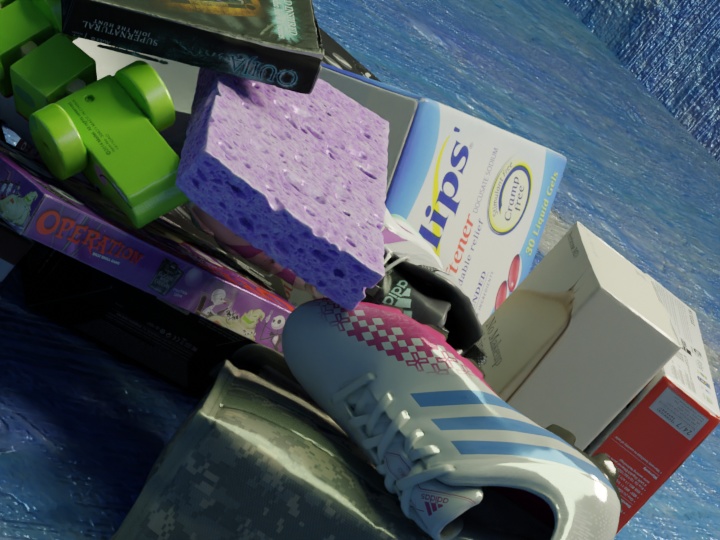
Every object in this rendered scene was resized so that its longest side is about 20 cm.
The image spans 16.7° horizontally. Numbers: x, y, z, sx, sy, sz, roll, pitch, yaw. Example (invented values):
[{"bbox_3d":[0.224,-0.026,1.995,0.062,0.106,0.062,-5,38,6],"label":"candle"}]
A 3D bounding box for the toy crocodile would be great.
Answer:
[{"bbox_3d":[-0.155,-0.092,1.269,0.200,0.067,0.062,44,-25,27],"label":"toy crocodile"}]

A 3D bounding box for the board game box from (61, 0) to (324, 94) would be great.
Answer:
[{"bbox_3d":[-0.095,-0.171,1.318,0.135,0.028,0.200,13,33,-17],"label":"board game box"}]

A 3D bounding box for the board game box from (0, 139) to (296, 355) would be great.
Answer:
[{"bbox_3d":[-0.124,-0.016,1.289,0.200,0.032,0.120,27,10,-42],"label":"board game box"}]

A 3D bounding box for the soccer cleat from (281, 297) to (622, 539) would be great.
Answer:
[{"bbox_3d":[0.034,0.083,1.195,0.200,0.070,0.086,31,41,16],"label":"soccer cleat"}]

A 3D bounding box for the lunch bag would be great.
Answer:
[{"bbox_3d":[-0.026,0.124,1.279,0.164,0.118,0.200,34,13,-3],"label":"lunch bag"}]

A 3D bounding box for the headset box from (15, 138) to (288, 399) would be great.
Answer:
[{"bbox_3d":[-0.133,-0.022,1.496,0.149,0.077,0.200,30,18,-27],"label":"headset box"}]

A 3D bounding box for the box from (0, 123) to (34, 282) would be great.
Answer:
[{"bbox_3d":[-0.250,-0.063,1.347,0.100,0.075,0.200,32,16,-30],"label":"box"}]

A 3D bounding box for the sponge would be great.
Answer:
[{"bbox_3d":[-0.037,-0.061,1.275,0.111,0.030,0.200,35,22,-14],"label":"sponge"}]

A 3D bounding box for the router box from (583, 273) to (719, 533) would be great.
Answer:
[{"bbox_3d":[0.153,0.111,1.617,0.049,0.180,0.200,38,17,-10],"label":"router box"}]

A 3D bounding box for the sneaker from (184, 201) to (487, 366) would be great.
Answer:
[{"bbox_3d":[0.000,0.000,1.345,0.200,0.078,0.140,25,15,-42],"label":"sneaker"}]

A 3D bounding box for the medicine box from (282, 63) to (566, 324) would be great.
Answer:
[{"bbox_3d":[0.024,-0.022,1.625,0.103,0.183,0.200,20,2,33],"label":"medicine box"}]

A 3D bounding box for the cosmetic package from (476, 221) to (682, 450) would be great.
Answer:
[{"bbox_3d":[0.103,0.078,1.547,0.073,0.200,0.104,35,16,-18],"label":"cosmetic package"}]

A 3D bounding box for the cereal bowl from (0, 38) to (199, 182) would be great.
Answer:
[{"bbox_3d":[-0.132,-0.100,1.419,0.200,0.083,0.200,17,26,-9],"label":"cereal bowl"}]

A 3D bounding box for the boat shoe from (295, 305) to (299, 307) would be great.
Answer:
[{"bbox_3d":[0.023,0.068,1.440,0.200,0.065,0.072,46,-12,50],"label":"boat shoe"}]

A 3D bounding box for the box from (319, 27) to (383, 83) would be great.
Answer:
[{"bbox_3d":[-0.067,-0.108,1.793,0.106,0.122,0.200,41,16,4],"label":"box"}]
